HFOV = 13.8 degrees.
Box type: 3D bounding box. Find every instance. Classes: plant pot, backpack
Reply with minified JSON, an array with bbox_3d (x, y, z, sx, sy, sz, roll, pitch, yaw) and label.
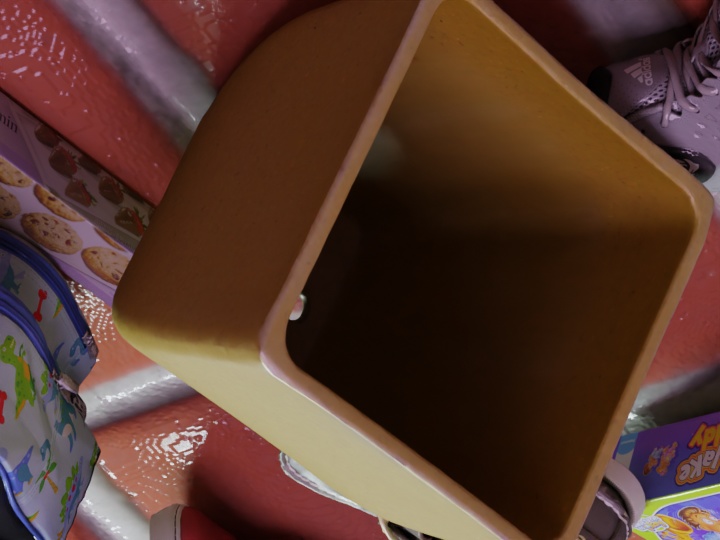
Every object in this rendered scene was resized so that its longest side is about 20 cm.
[{"bbox_3d":[0.000,0.000,1.352,0.195,0.195,0.200,38,158,-33],"label":"plant pot"},{"bbox_3d":[-0.225,0.051,1.445,0.182,0.147,0.200,11,156,11],"label":"backpack"}]

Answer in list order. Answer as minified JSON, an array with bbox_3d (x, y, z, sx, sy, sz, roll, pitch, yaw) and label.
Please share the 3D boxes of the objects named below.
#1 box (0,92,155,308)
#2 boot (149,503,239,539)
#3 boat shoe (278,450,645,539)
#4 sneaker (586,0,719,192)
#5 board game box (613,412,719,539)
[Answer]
[{"bbox_3d":[-0.172,-0.053,1.423,0.041,0.039,0.200,-28,130,30],"label":"box"},{"bbox_3d":[-0.022,0.178,1.651,0.144,0.073,0.200,-14,143,19],"label":"boot"},{"bbox_3d":[0.044,0.114,1.542,0.201,0.060,0.072,12,139,21],"label":"boat shoe"},{"bbox_3d":[0.156,-0.096,1.327,0.115,0.075,0.200,-1,139,9],"label":"sneaker"},{"bbox_3d":[0.239,0.116,1.520,0.134,0.045,0.200,30,152,-27],"label":"board game box"}]
